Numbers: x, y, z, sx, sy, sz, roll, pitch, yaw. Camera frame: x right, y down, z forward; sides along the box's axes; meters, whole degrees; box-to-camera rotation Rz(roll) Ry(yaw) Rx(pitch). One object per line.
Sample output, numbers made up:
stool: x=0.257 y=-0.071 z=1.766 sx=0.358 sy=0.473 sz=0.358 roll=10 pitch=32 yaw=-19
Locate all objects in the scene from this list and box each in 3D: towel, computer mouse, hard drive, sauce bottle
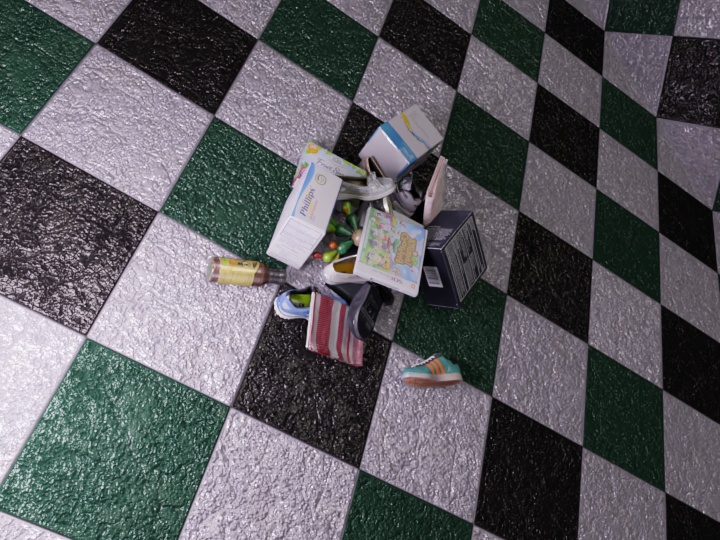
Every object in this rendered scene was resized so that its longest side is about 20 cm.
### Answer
towel: x=-0.056 y=0.150 z=1.561 sx=0.198 sy=0.022 sz=0.148 roll=26 pitch=61 yaw=-45
computer mouse: x=0.014 y=0.095 z=1.603 sx=0.140 sy=0.052 sz=0.202 roll=60 pitch=42 yaw=-34
towel: x=0.223 y=-0.207 z=1.866 sx=0.031 sy=0.203 sz=0.194 roll=14 pitch=52 yaw=13
hard drive: x=0.000 y=0.000 z=1.699 sx=0.138 sy=0.033 sz=0.202 roll=36 pitch=53 yaw=-10
sauce bottle: x=-0.279 y=0.007 z=1.535 sx=0.195 sy=0.065 sz=0.066 roll=7 pitch=62 yaw=-29

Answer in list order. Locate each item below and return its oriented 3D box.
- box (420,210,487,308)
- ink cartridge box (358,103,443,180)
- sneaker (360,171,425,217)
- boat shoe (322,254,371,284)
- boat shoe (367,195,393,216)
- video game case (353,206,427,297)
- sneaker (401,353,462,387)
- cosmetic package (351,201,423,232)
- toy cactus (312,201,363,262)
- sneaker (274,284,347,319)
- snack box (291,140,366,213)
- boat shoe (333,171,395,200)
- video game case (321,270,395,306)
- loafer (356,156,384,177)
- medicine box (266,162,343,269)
box: x=0.256 y=-0.035 z=1.786 sx=0.198 sy=0.121 sz=0.204 roll=-44 pitch=126 yaw=-37
ink cartridge box: x=0.127 y=-0.384 z=1.922 sx=0.147 sy=0.147 sz=0.199 roll=49 pitch=53 yaw=2
sneaker: x=0.099 y=-0.243 z=1.774 sx=0.196 sy=0.140 sz=0.079 roll=25 pitch=50 yaw=-20
boat shoe: x=-0.005 y=-0.010 z=1.636 sx=0.195 sy=0.070 sz=0.073 roll=-5 pitch=68 yaw=-32
boat shoe: x=0.066 y=-0.098 z=1.721 sx=0.072 sy=0.066 sz=0.206 roll=-11 pitch=90 yaw=-77
video game case: x=0.083 y=-0.051 z=1.629 sx=0.178 sy=0.022 sz=0.205 roll=20 pitch=59 yaw=-12
sneaker: x=0.187 y=0.267 z=1.678 sx=0.196 sy=0.071 sz=0.082 roll=8 pitch=57 yaw=-33
cosmetic package: x=0.080 y=-0.117 z=1.800 sx=0.196 sy=0.074 sz=0.104 roll=26 pitch=63 yaw=-15
toy cactus: x=-0.038 y=-0.091 z=1.672 sx=0.161 sy=0.104 sz=0.203 roll=18 pitch=48 yaw=5
sneaker: x=-0.115 y=0.087 z=1.574 sx=0.195 sy=0.089 sz=0.081 roll=5 pitch=63 yaw=-31
snack box: x=-0.088 y=-0.264 z=1.792 sx=0.196 sy=0.053 sz=0.145 roll=25 pitch=55 yaw=-18
boat shoe: x=-0.001 y=-0.237 z=1.707 sx=0.195 sy=0.066 sz=0.075 roll=-1 pitch=35 yaw=2
video game case: x=0.001 y=0.029 z=1.717 sx=0.198 sy=0.018 sz=0.145 roll=-27 pitch=82 yaw=-37
loafer: x=0.059 y=-0.250 z=1.866 sx=0.071 sy=0.063 sz=0.202 roll=-31 pitch=84 yaw=-38
medicine box: x=-0.145 y=-0.138 z=1.600 sx=0.101 sy=0.200 sz=0.186 roll=26 pitch=55 yaw=-14
